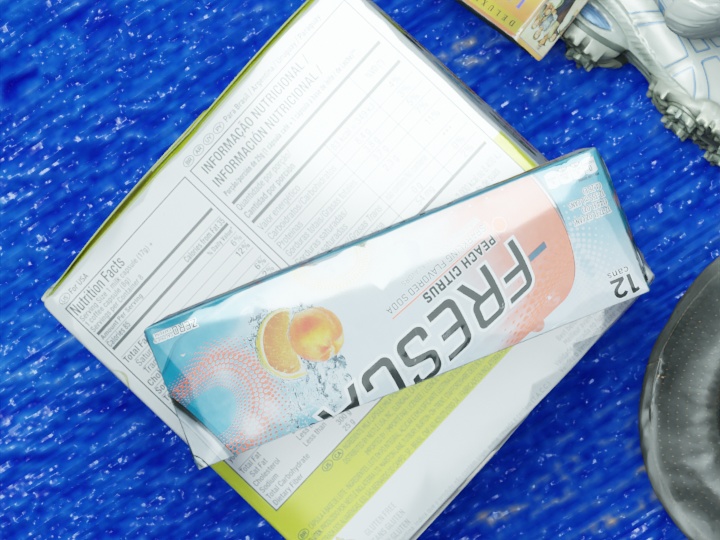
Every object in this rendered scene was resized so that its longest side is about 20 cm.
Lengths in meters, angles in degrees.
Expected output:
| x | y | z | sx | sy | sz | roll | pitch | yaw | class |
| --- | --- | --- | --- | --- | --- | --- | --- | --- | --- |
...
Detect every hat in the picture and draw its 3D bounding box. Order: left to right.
| x | y | z | sx | sy | sz | roll | pitch | yaw | class |
| --- | --- | --- | --- | --- | --- | --- | --- | --- | --- |
| 0.246 | 0.073 | 0.995 | 0.199 | 0.081 | 0.202 | 0 | 90 | 17 | hat |

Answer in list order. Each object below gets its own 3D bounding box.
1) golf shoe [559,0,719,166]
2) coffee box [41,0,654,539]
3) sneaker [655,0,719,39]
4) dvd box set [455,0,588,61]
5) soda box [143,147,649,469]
| x | y | z | sx | sy | sz | roll | pitch | yaw | class |
| --- | --- | --- | --- | --- | --- | --- | --- | --- | --- |
| 0.175 | -0.117 | 0.992 | 0.200 | 0.078 | 0.097 | 38 | 89 | 0 | golf shoe |
| 0.000 | 0.000 | 0.945 | 0.198 | 0.200 | 0.200 | 43 | 96 | 0 | coffee box |
| 0.230 | -0.153 | 0.961 | 0.199 | 0.072 | 0.073 | -3 | 77 | -24 | sneaker |
| 0.103 | -0.217 | 0.967 | 0.200 | 0.029 | 0.146 | -52 | 46 | 5 | dvd box set |
| 0.016 | 0.014 | 0.808 | 0.199 | 0.068 | 0.064 | -22 | 92 | 4 | soda box |
